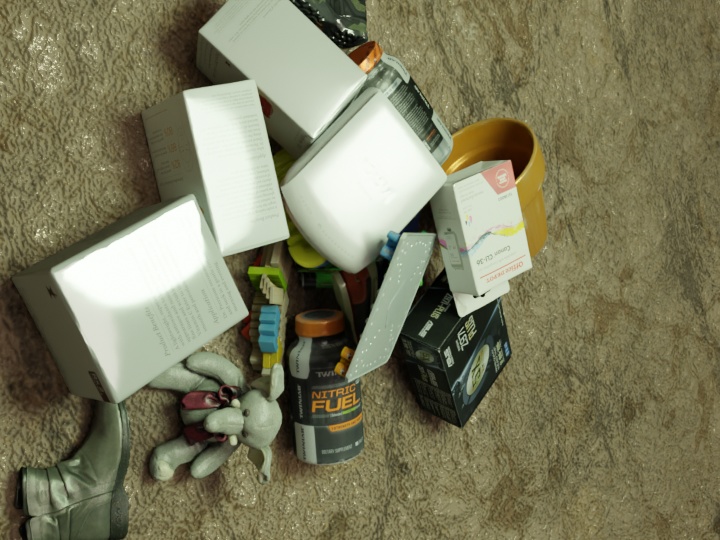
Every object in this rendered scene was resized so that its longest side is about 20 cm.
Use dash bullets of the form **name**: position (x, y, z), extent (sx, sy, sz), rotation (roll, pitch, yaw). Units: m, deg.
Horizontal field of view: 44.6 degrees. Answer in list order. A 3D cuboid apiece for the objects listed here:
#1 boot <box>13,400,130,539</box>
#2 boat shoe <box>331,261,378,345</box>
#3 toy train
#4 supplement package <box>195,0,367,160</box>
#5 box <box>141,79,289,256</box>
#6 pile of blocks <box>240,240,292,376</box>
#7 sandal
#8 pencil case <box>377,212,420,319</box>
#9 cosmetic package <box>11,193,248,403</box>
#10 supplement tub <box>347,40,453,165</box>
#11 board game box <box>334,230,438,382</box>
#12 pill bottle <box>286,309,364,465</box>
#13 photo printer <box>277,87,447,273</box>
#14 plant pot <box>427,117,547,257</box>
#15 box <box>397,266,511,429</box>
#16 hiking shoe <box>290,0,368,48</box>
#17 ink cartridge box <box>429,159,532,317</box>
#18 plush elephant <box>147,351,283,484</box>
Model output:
- **boot**: position (-0.349, 0.238, 1.064), extent (0.128, 0.067, 0.206), rotation (1, 86, -31)
- **boat shoe**: position (0.004, 0.065, 1.278), extent (0.061, 0.072, 0.202), rotation (-23, 137, -12)
- **toy train**: position (0.000, 0.000, 1.295), extent (0.195, 0.042, 0.058), rotation (0, 97, -4)
- **supplement package**: position (-0.108, -0.266, 1.174), extent (0.199, 0.121, 0.120), rotation (42, 75, -3)
- **box**: position (-0.189, -0.125, 1.137), extent (0.105, 0.151, 0.205), rotation (-17, 99, -33)
- **pile of blocks**: position (-0.138, 0.054, 1.220), extent (0.082, 0.061, 0.205), rotation (32, 60, -76)
- **sandal**: position (-0.082, -0.083, 1.250), extent (0.087, 0.078, 0.204), rotation (63, 13, -66)
- **pencil case**: position (0.051, -0.018, 1.360), extent (0.085, 0.077, 0.205), rotation (7, 85, -37)
- **cosmetic package**: position (-0.277, 0.032, 1.059), extent (0.198, 0.163, 0.168), rotation (-33, 106, -33)
- **supplement tub**: position (0.043, -0.236, 1.334), extent (0.201, 0.121, 0.123), rotation (51, 62, -25)
- **board game box**: position (0.038, 0.040, 1.191), extent (0.204, 0.025, 0.200), rotation (-69, 165, 9)
- **pill bottle**: position (-0.051, 0.161, 1.244), extent (0.105, 0.105, 0.205), rotation (-12, 104, -36)
- **photo printer**: position (-0.001, -0.111, 1.154), extent (0.200, 0.069, 0.167), rotation (-46, 107, -14)
- **plant pot**: position (0.221, -0.111, 1.433), extent (0.202, 0.197, 0.184), rotation (-55, 133, -24)
- **box**: position (0.152, 0.115, 1.380), extent (0.164, 0.085, 0.202), rotation (-48, 139, -28)
- **hiking shoe**: position (-0.067, -0.408, 1.299), extent (0.198, 0.075, 0.103), rotation (20, 68, -44)
- **ink cartridge box**: position (0.176, -0.043, 1.258), extent (0.115, 0.067, 0.204), rotation (-24, 107, -30)
- **plush elephant**: position (-0.170, 0.190, 1.138), extent (0.196, 0.153, 0.169), rotation (2, 87, -36)
